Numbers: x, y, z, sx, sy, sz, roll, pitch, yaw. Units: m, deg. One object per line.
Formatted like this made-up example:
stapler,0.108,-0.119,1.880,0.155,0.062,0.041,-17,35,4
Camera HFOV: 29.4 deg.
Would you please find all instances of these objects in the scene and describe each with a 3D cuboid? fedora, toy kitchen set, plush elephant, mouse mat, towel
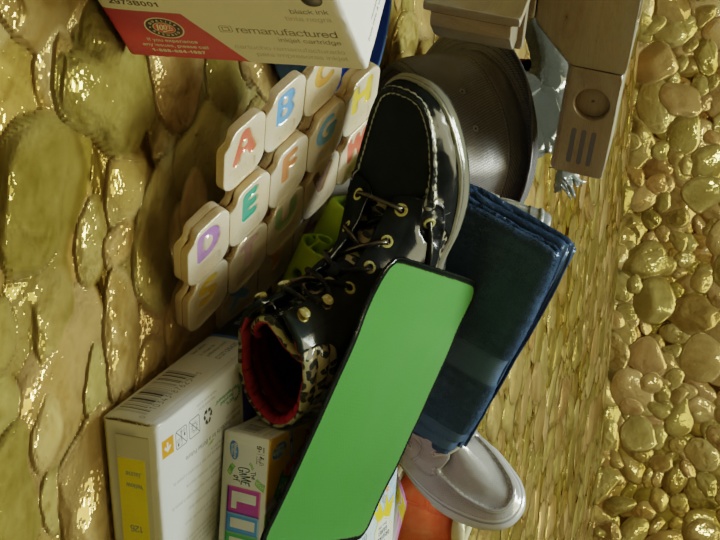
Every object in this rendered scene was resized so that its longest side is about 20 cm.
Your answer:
fedora,0.067,-0.121,1.196,0.090,0.176,0.202,-2,73,-39
toy kitchen set,0.106,-0.163,1.069,0.164,0.198,0.181,-65,164,-47
plush elephant,0.146,-0.161,1.413,0.164,0.155,0.201,-35,101,-17
mouse mat,0.009,0.089,0.887,0.161,0.007,0.201,16,98,-65
towel,0.067,0.034,0.996,0.049,0.111,0.201,-48,166,-56

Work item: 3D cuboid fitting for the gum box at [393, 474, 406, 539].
gum box,-0.018,0.194,1.116,0.201,0.066,0.114,74,29,-50

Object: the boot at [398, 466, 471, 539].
boot,0.084,0.214,1.386,0.200,0.106,0.076,-56,146,-58

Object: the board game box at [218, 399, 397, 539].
board game box,-0.030,0.153,0.932,0.200,0.034,0.136,-17,113,-63

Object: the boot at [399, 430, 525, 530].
boot,0.056,0.132,1.126,0.074,0.200,0.096,-47,166,-17

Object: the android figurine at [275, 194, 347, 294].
android figurine,0.000,0.000,1.013,0.182,0.041,0.201,-12,137,-54

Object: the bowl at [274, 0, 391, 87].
bowl,-0.022,-0.220,1.012,0.200,0.039,0.202,6,90,-73

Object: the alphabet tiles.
alphabet tiles,-0.051,-0.049,0.883,0.200,0.015,0.196,-47,159,-33

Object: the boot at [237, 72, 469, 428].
boot,-0.004,-0.010,0.858,0.153,0.073,0.205,-31,136,-48

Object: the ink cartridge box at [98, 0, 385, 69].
ink cartridge box,-0.076,-0.192,0.675,0.200,0.144,0.085,63,38,-60

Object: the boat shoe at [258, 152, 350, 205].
boat shoe,-0.020,-0.087,1.035,0.199,0.093,0.075,-1,122,-47

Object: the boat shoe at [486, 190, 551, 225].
boat shoe,0.101,0.023,1.085,0.075,0.064,0.203,-74,174,-47

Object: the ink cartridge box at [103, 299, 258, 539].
ink cartridge box,-0.092,0.145,0.893,0.198,0.047,0.202,-41,137,-60
